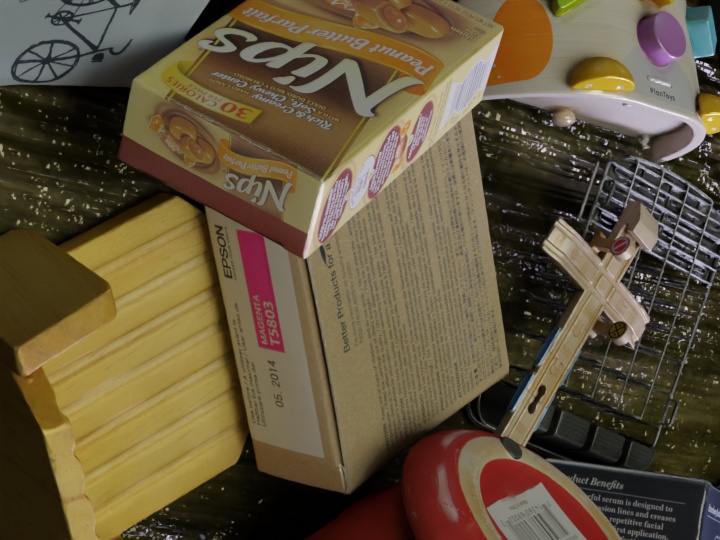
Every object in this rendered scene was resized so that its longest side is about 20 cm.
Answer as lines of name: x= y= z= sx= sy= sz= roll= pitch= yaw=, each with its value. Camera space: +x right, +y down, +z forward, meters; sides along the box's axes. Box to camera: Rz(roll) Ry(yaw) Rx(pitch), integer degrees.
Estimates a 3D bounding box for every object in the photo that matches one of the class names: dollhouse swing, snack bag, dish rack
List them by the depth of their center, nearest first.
snack bag: x=-0.144 y=-0.152 z=1.074 sx=0.200 sy=0.021 sz=0.189 roll=-2 pitch=146 yaw=-36
dollhouse swing: x=-0.108 y=0.076 z=1.164 sx=0.176 sy=0.182 sz=0.200 roll=-21 pitch=115 yaw=-24
dish rack: x=0.163 y=0.028 z=1.453 sx=0.153 sy=0.055 sz=0.200 roll=25 pitch=82 yaw=-43

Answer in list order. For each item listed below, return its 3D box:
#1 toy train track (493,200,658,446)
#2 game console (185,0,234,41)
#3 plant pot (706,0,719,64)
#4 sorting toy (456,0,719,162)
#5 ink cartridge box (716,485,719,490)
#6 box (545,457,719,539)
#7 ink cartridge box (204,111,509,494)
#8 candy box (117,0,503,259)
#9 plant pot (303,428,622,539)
toy train track: x=0.136 y=0.046 z=1.374 sx=0.115 sy=0.033 sz=0.200 roll=44 pitch=70 yaw=-38
game console: x=-0.065 y=-0.214 z=1.151 sx=0.118 sy=0.171 sz=0.200 roll=48 pitch=67 yaw=-9
plant pot: x=0.341 y=-0.205 z=1.464 sx=0.200 sy=0.199 sz=0.178 roll=-15 pitch=123 yaw=-38
sorting toy: x=0.154 y=-0.178 z=1.378 sx=0.200 sy=0.107 sz=0.180 roll=12 pitch=75 yaw=-42
ink cartridge box: x=0.282 y=0.231 z=1.588 sx=0.200 sy=0.084 sz=0.146 roll=-26 pitch=118 yaw=-34
box: x=0.167 y=0.229 z=1.414 sx=0.148 sy=0.107 sz=0.200 roll=33 pitch=66 yaw=-70
ink cartridge box: x=0.000 y=0.000 z=1.271 sx=0.165 sy=0.075 sz=0.200 roll=-31 pitch=120 yaw=-43
candy box: x=-0.022 y=-0.094 z=1.168 sx=0.200 sy=0.115 sz=0.055 roll=-43 pitch=155 yaw=-49
plant pot: x=0.054 y=0.208 z=1.264 sx=0.200 sy=0.201 sz=0.183 roll=20 pitch=125 yaw=-42
